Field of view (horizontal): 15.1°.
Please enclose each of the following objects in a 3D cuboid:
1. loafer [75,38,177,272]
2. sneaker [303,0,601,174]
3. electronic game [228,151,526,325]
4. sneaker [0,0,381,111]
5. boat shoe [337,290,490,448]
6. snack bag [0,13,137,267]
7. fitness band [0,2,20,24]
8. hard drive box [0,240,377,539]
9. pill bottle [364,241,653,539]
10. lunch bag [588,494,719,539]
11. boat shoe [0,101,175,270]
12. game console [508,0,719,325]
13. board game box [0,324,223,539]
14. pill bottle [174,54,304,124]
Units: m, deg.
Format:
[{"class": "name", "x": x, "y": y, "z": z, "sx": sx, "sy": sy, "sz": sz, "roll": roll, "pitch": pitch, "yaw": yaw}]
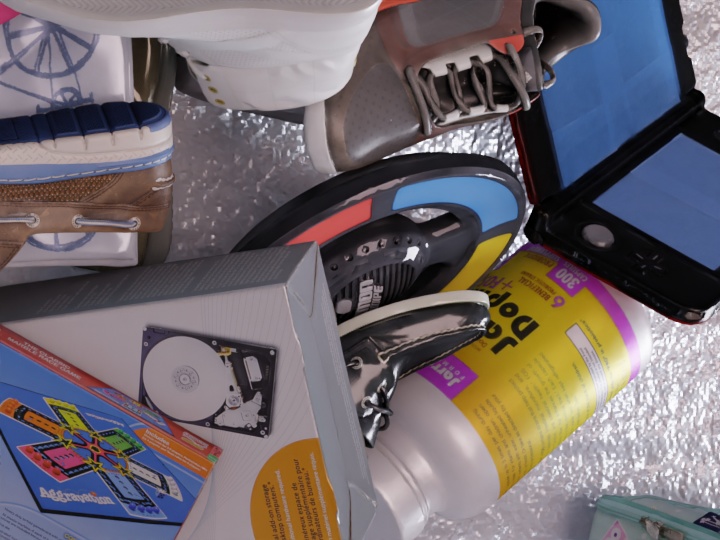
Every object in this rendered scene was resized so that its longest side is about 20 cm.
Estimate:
[{"class": "loafer", "x": -0.141, "y": -0.090, "z": 1.429, "sx": 0.070, "sy": 0.075, "sz": 0.200, "roll": -12, "pitch": 103, "yaw": -36}, {"class": "sneaker", "x": 0.053, "y": -0.109, "z": 1.429, "sx": 0.200, "sy": 0.082, "sz": 0.077, "roll": -37, "pitch": 130, "yaw": -35}, {"class": "electronic game", "x": 0.000, "y": 0.000, "z": 1.487, "sx": 0.200, "sy": 0.200, "sz": 0.042, "roll": -12, "pitch": 62, "yaw": -32}, {"class": "sneaker", "x": -0.094, "y": -0.122, "z": 1.339, "sx": 0.200, "sy": 0.116, "sz": 0.074, "roll": 7, "pitch": 63, "yaw": -6}, {"class": "boat shoe", "x": -0.015, "y": 0.071, "z": 1.493, "sx": 0.199, "sy": 0.075, "sz": 0.066, "roll": -19, "pitch": 71, "yaw": -6}, {"class": "snack bag", "x": -0.214, "y": -0.088, "z": 1.379, "sx": 0.200, "sy": 0.021, "sz": 0.189, "roll": -4, "pitch": 101, "yaw": -10}, {"class": "fitness band", "x": -0.193, "y": -0.213, "z": 1.306, "sx": 0.144, "sy": 0.037, "sz": 0.200, "roll": 8, "pitch": 100, "yaw": -35}, {"class": "hard drive box", "x": -0.108, "y": 0.080, "z": 1.405, "sx": 0.077, "sy": 0.200, "sz": 0.156, "roll": -56, "pitch": 135, "yaw": -68}, {"class": "pill bottle", "x": 0.069, "y": 0.073, "z": 1.575, "sx": 0.200, "sy": 0.104, "sz": 0.104, "roll": -40, "pitch": 116, "yaw": -23}, {"class": "lunch bag", "x": 0.237, "y": 0.191, "z": 1.675, "sx": 0.200, "sy": 0.160, "sz": 0.077, "roll": 17, "pitch": 92, "yaw": -40}, {"class": "boat shoe", "x": -0.190, "y": -0.034, "z": 1.346, "sx": 0.200, "sy": 0.072, "sz": 0.072, "roll": -6, "pitch": 109, "yaw": -5}, {"class": "game console", "x": 0.184, "y": -0.086, "z": 1.588, "sx": 0.200, "sy": 0.172, "sz": 0.119, "roll": -36, "pitch": 149, "yaw": -47}, {"class": "board game box", "x": -0.179, "y": 0.084, "z": 1.371, "sx": 0.200, "sy": 0.019, "sz": 0.103, "roll": 30, "pitch": 113, "yaw": 2}, {"class": "pill bottle", "x": -0.029, "y": -0.183, "z": 1.468, "sx": 0.112, "sy": 0.112, "sz": 0.200, "roll": 13, "pitch": 88, "yaw": -34}]
